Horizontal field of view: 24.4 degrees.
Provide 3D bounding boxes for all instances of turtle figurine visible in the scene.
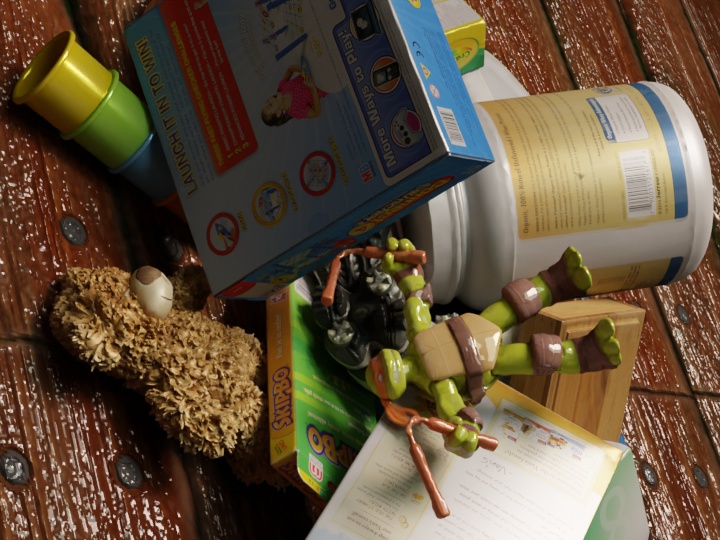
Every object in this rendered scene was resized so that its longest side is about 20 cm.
[{"bbox_3d":[0.071,0.055,1.000,0.065,0.160,0.201,82,-11,-50],"label":"turtle figurine"}]

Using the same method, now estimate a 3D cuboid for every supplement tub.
[{"bbox_3d":[0.127,-0.050,1.155,0.199,0.145,0.145,-8,62,-12],"label":"supplement tub"}]

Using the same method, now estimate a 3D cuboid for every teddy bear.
[{"bbox_3d":[-0.099,0.058,1.041,0.200,0.067,0.145,47,33,-14],"label":"teddy bear"}]

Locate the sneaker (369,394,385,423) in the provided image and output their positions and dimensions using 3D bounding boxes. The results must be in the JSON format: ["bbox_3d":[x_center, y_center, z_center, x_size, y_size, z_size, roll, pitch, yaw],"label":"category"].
[{"bbox_3d":[0.017,0.074,1.173,0.201,0.078,0.066,-107,-175,-49],"label":"sneaker"}]

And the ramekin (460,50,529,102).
[{"bbox_3d":[0.097,-0.083,1.317,0.200,0.105,0.200,48,18,-21],"label":"ramekin"}]

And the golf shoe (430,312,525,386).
[{"bbox_3d":[0.113,0.082,1.154,0.199,0.078,0.098,19,69,-49],"label":"golf shoe"}]

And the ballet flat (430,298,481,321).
[{"bbox_3d":[0.058,0.011,1.289,0.200,0.046,0.068,43,37,-19],"label":"ballet flat"}]

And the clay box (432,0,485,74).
[{"bbox_3d":[-0.020,-0.168,1.244,0.199,0.048,0.115,-21,46,-19],"label":"clay box"}]

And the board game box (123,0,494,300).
[{"bbox_3d":[-0.038,-0.112,1.048,0.056,0.195,0.201,4,62,-55],"label":"board game box"}]

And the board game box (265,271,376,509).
[{"bbox_3d":[-0.024,0.083,1.076,0.096,0.030,0.201,45,23,-36],"label":"board game box"}]

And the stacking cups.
[{"bbox_3d":[-0.141,-0.074,1.118,0.200,0.060,0.061,42,36,-28],"label":"stacking cups"}]

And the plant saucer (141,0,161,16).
[{"bbox_3d":[-0.063,-0.179,1.194,0.199,0.038,0.201,0,44,0],"label":"plant saucer"}]

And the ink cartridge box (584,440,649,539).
[{"bbox_3d":[0.140,0.237,1.091,0.161,0.050,0.201,-42,125,-39],"label":"ink cartridge box"}]

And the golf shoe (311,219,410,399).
[{"bbox_3d":[0.000,0.000,1.129,0.088,0.077,0.201,64,16,-49],"label":"golf shoe"}]

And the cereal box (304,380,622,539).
[{"bbox_3d":[0.057,0.150,0.988,0.143,0.040,0.200,30,49,6],"label":"cereal box"}]

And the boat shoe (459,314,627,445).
[{"bbox_3d":[0.125,0.107,1.276,0.200,0.069,0.084,42,35,-13],"label":"boat shoe"}]

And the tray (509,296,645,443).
[{"bbox_3d":[0.136,0.122,1.132,0.098,0.037,0.201,-5,108,-47],"label":"tray"}]
